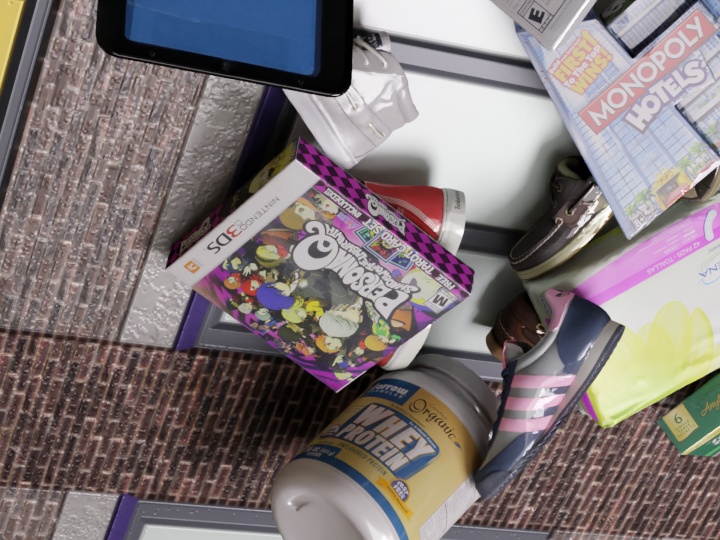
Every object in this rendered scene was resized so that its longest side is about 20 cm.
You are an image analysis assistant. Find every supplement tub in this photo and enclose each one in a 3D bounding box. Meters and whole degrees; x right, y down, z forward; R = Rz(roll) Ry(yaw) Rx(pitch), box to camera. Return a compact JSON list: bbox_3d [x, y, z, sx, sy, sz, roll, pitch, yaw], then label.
[{"bbox_3d":[0.030,0.182,1.696,0.200,0.144,0.146,-42,141,-35],"label":"supplement tub"}]

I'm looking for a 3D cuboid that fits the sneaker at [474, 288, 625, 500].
[{"bbox_3d":[0.146,0.106,1.647,0.082,0.070,0.201,37,103,10],"label":"sneaker"}]

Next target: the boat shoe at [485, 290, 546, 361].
[{"bbox_3d":[0.217,0.070,1.768,0.198,0.071,0.071,14,125,-27],"label":"boat shoe"}]

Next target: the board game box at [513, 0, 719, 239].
[{"bbox_3d":[0.229,-0.166,1.546,0.200,0.062,0.200,-41,105,17],"label":"board game box"}]

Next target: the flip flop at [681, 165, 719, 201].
[{"bbox_3d":[0.323,-0.151,1.637,0.057,0.081,0.201,-15,133,-42],"label":"flip flop"}]

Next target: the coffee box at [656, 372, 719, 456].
[{"bbox_3d":[0.364,0.131,1.819,0.123,0.044,0.200,-38,162,12],"label":"coffee box"}]

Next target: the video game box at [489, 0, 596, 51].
[{"bbox_3d":[0.134,-0.298,1.401,0.182,0.047,0.201,40,114,7],"label":"video game box"}]

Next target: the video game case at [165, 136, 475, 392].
[{"bbox_3d":[-0.035,0.000,1.589,0.199,0.036,0.181,37,129,-22],"label":"video game case"}]

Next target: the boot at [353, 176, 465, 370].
[{"bbox_3d":[0.000,0.000,1.651,0.143,0.073,0.201,8,130,-9],"label":"boot"}]

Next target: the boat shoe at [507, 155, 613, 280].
[{"bbox_3d":[0.197,-0.074,1.658,0.065,0.073,0.200,41,108,-16],"label":"boat shoe"}]

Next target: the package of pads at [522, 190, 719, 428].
[{"bbox_3d":[0.266,0.034,1.706,0.199,0.068,0.156,-28,107,-10],"label":"package of pads"}]

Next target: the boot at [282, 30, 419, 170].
[{"bbox_3d":[-0.023,-0.171,1.508,0.095,0.074,0.200,-33,138,1],"label":"boot"}]

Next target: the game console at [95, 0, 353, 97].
[{"bbox_3d":[-0.083,-0.245,1.382,0.198,0.117,0.177,9,124,-19],"label":"game console"}]
